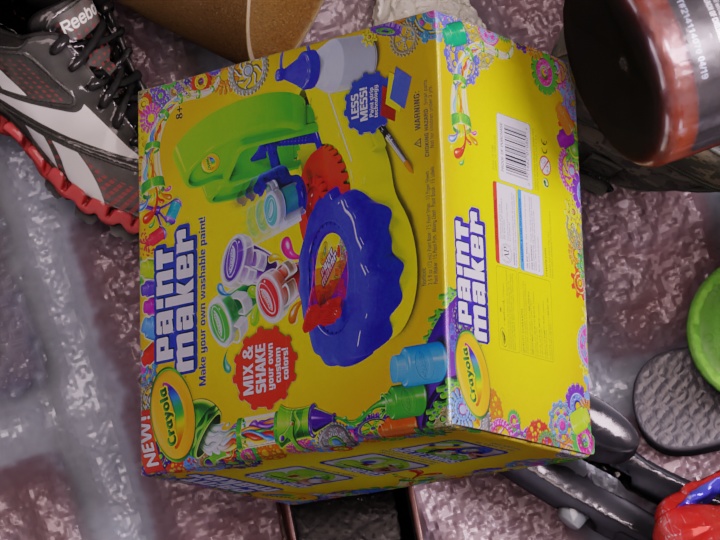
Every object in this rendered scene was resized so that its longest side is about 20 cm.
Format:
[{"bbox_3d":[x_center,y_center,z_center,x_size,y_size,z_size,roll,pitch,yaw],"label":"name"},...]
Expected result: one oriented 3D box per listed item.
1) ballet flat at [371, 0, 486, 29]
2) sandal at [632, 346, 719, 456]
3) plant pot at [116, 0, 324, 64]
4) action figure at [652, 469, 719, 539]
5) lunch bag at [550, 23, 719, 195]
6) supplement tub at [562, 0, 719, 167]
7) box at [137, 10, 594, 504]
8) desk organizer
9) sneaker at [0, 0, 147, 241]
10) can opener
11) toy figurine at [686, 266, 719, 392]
[{"bbox_3d":[0.053,-0.075,1.617,0.072,0.072,0.201,-12,77,-5],"label":"ballet flat"},{"bbox_3d":[0.246,0.062,1.608,0.199,0.043,0.076,-2,75,8],"label":"sandal"},{"bbox_3d":[-0.115,-0.220,1.598,0.199,0.186,0.187,17,77,12],"label":"plant pot"},{"bbox_3d":[0.221,0.119,1.528,0.200,0.052,0.066,-25,67,8],"label":"action figure"},{"bbox_3d":[0.177,-0.142,1.585,0.139,0.168,0.200,25,78,-13],"label":"lunch bag"},{"bbox_3d":[0.205,-0.127,1.449,0.200,0.107,0.107,-19,78,-18],"label":"supplement tub"},{"bbox_3d":[0.000,0.000,1.481,0.192,0.122,0.201,-13,72,36],"label":"box"},{"bbox_3d":[0.007,0.194,1.546,0.071,0.077,0.201,-10,77,-5],"label":"desk organizer"},{"bbox_3d":[-0.146,-0.092,1.591,0.200,0.098,0.071,36,38,6],"label":"sneaker"},{"bbox_3d":[0.147,0.122,1.579,0.200,0.079,0.063,34,85,-8],"label":"can opener"},{"bbox_3d":[0.251,-0.020,1.489,0.200,0.184,0.150,-26,72,0],"label":"toy figurine"}]
